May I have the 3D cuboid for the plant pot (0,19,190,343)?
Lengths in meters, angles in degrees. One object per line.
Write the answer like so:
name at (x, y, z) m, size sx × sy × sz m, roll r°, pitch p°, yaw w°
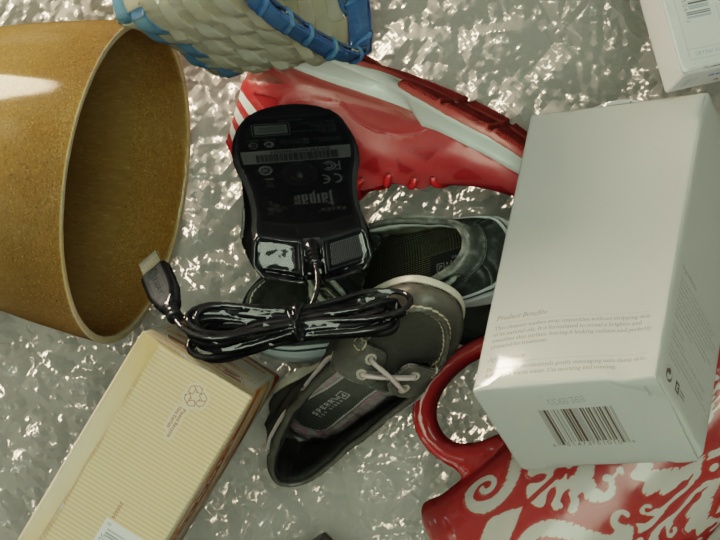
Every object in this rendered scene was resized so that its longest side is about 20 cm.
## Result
plant pot at (-0.224, -0.065, 1.735) m, size 0.199 × 0.186 × 0.187 m, roll 9°, pitch 91°, yaw 17°

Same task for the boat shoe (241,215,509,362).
boat shoe at (0.000, 0.000, 1.727) m, size 0.199 × 0.071 × 0.072 m, roll -19°, pitch 65°, yaw 33°

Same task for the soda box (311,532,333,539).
soda box at (-0.087, 0.236, 1.771) m, size 0.200 × 0.068 × 0.064 m, roll -34°, pitch 89°, yaw 2°

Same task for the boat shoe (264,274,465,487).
boat shoe at (0.002, 0.068, 1.710) m, size 0.067 × 0.200 × 0.057 m, roll 22°, pitch 57°, yaw -17°

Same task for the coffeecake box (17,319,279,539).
coffeecake box at (-0.121, 0.112, 1.707) m, size 0.073 × 0.200 × 0.154 m, roll 31°, pitch 93°, yaw 2°

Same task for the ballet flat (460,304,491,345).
ballet flat at (0.116, 0.009, 1.761) m, size 0.199 × 0.068 × 0.069 m, roll -26°, pitch 98°, yaw 4°

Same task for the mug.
mug at (0.136, 0.105, 1.702) m, size 0.200 × 0.134 × 0.177 m, roll -43°, pitch 110°, yaw 12°

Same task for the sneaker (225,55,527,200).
sneaker at (0.013, -0.059, 1.770) m, size 0.199 × 0.078 × 0.116 m, roll 27°, pitch 101°, yaw 15°

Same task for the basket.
basket at (-0.036, -0.193, 1.668) m, size 0.199 × 0.176 × 0.140 m, roll -13°, pitch 71°, yaw 22°

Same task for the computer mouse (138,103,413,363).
computer mouse at (-0.058, -0.014, 1.671) m, size 0.140 × 0.200 × 0.046 m, roll -9°, pitch 132°, yaw -9°

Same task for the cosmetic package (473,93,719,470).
cosmetic package at (0.140, 0.005, 1.647) m, size 0.112 × 0.081 × 0.201 m, roll -4°, pitch 50°, yaw 27°

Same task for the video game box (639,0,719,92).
video game box at (0.231, -0.214, 1.664) m, size 0.181 × 0.047 × 0.201 m, roll -12°, pitch 80°, yaw -11°
